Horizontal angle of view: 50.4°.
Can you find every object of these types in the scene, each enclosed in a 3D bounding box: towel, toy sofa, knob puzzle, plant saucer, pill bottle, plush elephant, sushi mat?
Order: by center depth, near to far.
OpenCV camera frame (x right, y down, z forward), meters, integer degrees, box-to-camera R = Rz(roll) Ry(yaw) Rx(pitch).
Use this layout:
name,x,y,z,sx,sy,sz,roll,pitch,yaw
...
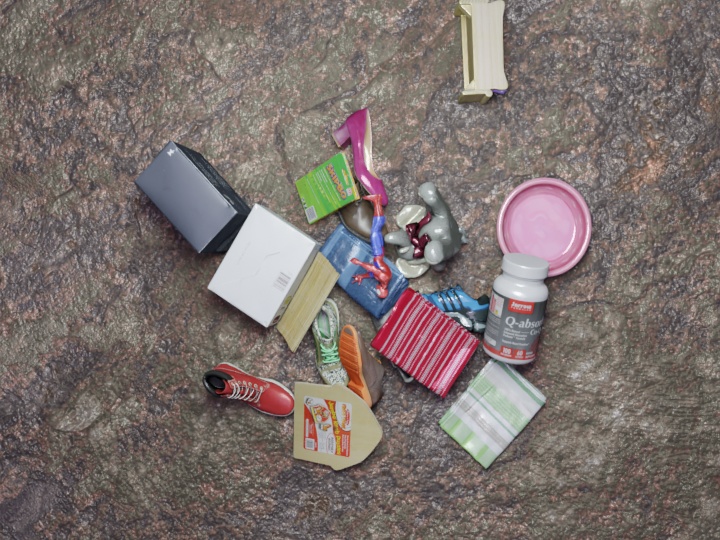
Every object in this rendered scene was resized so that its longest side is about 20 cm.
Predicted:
name,x,y,z,sx,sy,sz,roll,pitch,yaw
pill bottle,0.318,0.076,1.554,0.113,0.116,0.205,8,109,4
towel,0.133,0.148,1.566,0.198,0.022,0.146,35,91,-9
plush elephant,0.122,-0.069,1.580,0.151,0.199,0.169,-13,76,26
toy sofa,0.249,-0.455,1.592,0.095,0.083,0.206,-3,91,-1
plant saucer,0.382,-0.090,1.604,0.195,0.051,0.207,0,91,5
towel,0.000,0.000,1.608,0.199,0.048,0.112,41,95,20
sushi mat,-0.112,0.066,1.612,0.012,0.096,0.203,19,110,-38
towel,0.281,0.301,1.627,0.149,0.031,0.201,41,94,3
knob puzzle,-0.046,0.329,1.628,0.214,0.030,0.226,5,107,15

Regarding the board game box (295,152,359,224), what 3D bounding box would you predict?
name,x,y,z,sx,sy,sz,roll,pitch,yaw
board game box,-0.067,-0.168,1.576,0.029,0.199,0.098,-19,89,-32

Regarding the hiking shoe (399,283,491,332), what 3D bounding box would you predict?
name,x,y,z,sx,sy,sz,roll,pitch,yaw
hiking shoe,0.180,0.066,1.617,0.195,0.074,0.089,17,84,-6

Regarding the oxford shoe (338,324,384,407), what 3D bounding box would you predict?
name,x,y,z,sx,sy,sz,roll,pitch,yaw
oxford shoe,0.006,0.194,1.603,0.072,0.071,0.204,-27,123,-29

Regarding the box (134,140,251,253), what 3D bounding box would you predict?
name,x,y,z,sx,sy,sz,roll,pitch,yaw
box,-0.333,-0.145,1.581,0.117,0.200,0.197,-44,87,4

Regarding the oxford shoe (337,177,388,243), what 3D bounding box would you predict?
name,x,y,z,sx,sy,sz,roll,pitch,yaw
oxford shoe,-0.011,-0.138,1.595,0.072,0.085,0.200,-38,80,-26

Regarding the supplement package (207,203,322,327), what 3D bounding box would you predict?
name,x,y,z,sx,sy,sz,roll,pitch,yaw
supplement package,-0.198,-0.010,1.617,0.154,0.111,0.203,32,93,4

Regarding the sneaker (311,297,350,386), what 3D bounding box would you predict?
name,x,y,z,sx,sy,sz,roll,pitch,yaw
sneaker,-0.071,0.159,1.621,0.075,0.089,0.205,-14,90,4

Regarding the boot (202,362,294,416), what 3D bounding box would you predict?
name,x,y,z,sx,sy,sz,roll,pitch,yaw
boot,-0.234,0.260,1.607,0.196,0.144,0.074,23,91,2

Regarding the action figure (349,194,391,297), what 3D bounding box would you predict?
name,x,y,z,sx,sy,sz,roll,pitch,yaw
action figure,0.011,-0.043,1.538,0.096,0.065,0.206,-9,92,14

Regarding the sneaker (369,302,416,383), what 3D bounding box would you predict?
name,x,y,z,sx,sy,sz,roll,pitch,yaw
sneaker,0.075,0.145,1.607,0.076,0.082,0.203,-31,88,19

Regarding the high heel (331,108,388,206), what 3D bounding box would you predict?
name,x,y,z,sx,sy,sz,roll,pitch,yaw
high heel,0.025,-0.241,1.621,0.095,0.067,0.203,-34,76,13
